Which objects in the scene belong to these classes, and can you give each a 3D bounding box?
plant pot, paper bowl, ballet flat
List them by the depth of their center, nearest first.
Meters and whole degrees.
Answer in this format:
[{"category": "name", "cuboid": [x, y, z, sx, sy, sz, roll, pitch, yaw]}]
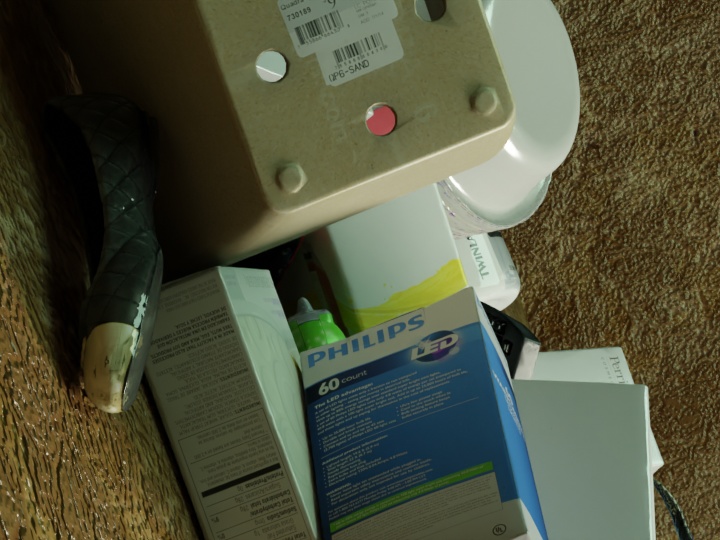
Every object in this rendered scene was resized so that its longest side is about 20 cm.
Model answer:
[{"category": "ballet flat", "cuboid": [-0.122, -0.008, 1.221, 0.201, 0.056, 0.067, -97, -160, -48]}, {"category": "plant pot", "cuboid": [-0.028, -0.113, 1.313, 0.177, 0.199, 0.201, -168, -122, -73]}, {"category": "paper bowl", "cuboid": [0.073, -0.125, 1.755, 0.200, 0.104, 0.202, 23, 62, -51]}]

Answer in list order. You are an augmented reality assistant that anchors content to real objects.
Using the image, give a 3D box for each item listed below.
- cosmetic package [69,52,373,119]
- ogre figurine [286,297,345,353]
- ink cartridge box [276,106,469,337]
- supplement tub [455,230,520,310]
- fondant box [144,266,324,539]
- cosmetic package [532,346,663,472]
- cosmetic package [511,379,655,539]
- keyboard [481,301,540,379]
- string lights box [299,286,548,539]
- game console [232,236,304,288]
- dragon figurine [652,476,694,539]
[{"category": "cosmetic package", "cuboid": [-0.091, -0.162, 1.492, 0.199, 0.052, 0.152, 19, 42, -44]}, {"category": "ogre figurine", "cuboid": [-0.009, 0.099, 1.499, 0.201, 0.097, 0.120, -85, 168, -48]}, {"category": "ink cartridge box", "cuboid": [0.000, 0.000, 1.636, 0.145, 0.083, 0.201, 2, -67, 68]}, {"category": "supplement tub", "cuboid": [0.025, -0.051, 1.874, 0.122, 0.122, 0.201, 30, 37, -78]}, {"category": "fondant box", "cuboid": [-0.050, 0.100, 1.350, 0.144, 0.058, 0.201, 3, 67, -82]}, {"category": "cosmetic package", "cuboid": [0.107, 0.119, 1.887, 0.071, 0.199, 0.102, -49, -128, 49]}, {"category": "cosmetic package", "cuboid": [0.099, 0.193, 1.519, 0.200, 0.122, 0.201, 98, -8, -63]}, {"category": "keyboard", "cuboid": [0.062, 0.123, 1.680, 0.039, 0.104, 0.201, 3, 105, -45]}, {"category": "string lights box", "cuboid": [0.032, 0.102, 1.318, 0.201, 0.102, 0.059, -99, 165, -55]}, {"category": "game console", "cuboid": [-0.114, -0.092, 1.563, 0.173, 0.118, 0.201, 121, -44, -59]}, {"category": "dragon figurine", "cuboid": [0.195, 0.201, 1.511, 0.100, 0.058, 0.201, 115, -13, -59]}]
